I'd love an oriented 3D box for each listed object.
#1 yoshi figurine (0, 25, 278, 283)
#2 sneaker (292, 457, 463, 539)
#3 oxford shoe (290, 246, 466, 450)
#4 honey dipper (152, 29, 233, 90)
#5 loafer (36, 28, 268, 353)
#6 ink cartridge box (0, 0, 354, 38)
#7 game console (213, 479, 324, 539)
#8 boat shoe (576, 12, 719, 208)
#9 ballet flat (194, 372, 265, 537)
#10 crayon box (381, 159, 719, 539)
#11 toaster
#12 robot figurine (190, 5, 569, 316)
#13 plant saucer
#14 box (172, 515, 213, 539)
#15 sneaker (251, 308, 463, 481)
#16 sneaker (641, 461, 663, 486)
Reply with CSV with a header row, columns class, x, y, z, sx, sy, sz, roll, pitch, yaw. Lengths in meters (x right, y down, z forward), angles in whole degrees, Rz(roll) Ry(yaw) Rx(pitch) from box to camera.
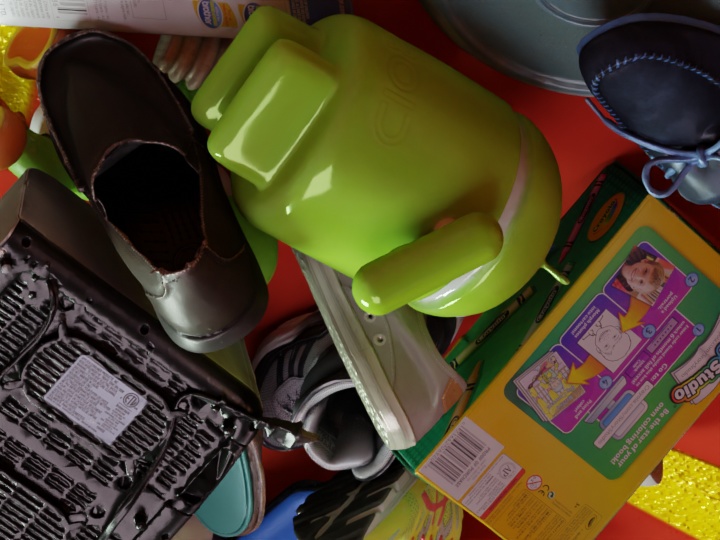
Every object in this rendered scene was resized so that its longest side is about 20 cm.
class,x,y,z,sx,sy,sz,roll,pitch,yaw
yoshi figurine,-0.114,-0.046,1.353,0.112,0.112,0.200,-29,130,32
sneaker,0.025,0.150,1.484,0.078,0.200,0.091,-24,97,21
oxford shoe,0.000,0.000,1.342,0.058,0.200,0.075,-25,162,-4
honey dipper,-0.014,-0.086,1.335,0.199,0.038,0.038,21,141,-16
loafer,-0.106,-0.054,1.233,0.073,0.200,0.071,-32,149,-5
ink cartridge box,-0.101,-0.169,1.246,0.199,0.042,0.120,6,143,11
game console,-0.013,0.191,1.645,0.200,0.119,0.171,32,124,-26
boat shoe,0.187,-0.067,1.247,0.200,0.069,0.084,22,142,-39
ballet flat,-0.096,0.060,1.469,0.068,0.067,0.200,-10,112,31
crayon box,0.123,0.056,1.365,0.119,0.058,0.200,39,93,-28
toaster,-0.159,0.071,1.289,0.200,0.119,0.181,37,105,-20
robot figurine,0.016,-0.051,1.242,0.200,0.176,0.116,28,106,-27
plant saucer,0.115,-0.150,1.229,0.199,0.027,0.200,7,141,6
box,-0.215,0.109,1.516,0.199,0.172,0.200,-14,136,28
sneaker,-0.021,0.078,1.469,0.075,0.114,0.200,36,136,-14
sneaker,0.096,0.075,1.477,0.115,0.074,0.200,-11,138,21
